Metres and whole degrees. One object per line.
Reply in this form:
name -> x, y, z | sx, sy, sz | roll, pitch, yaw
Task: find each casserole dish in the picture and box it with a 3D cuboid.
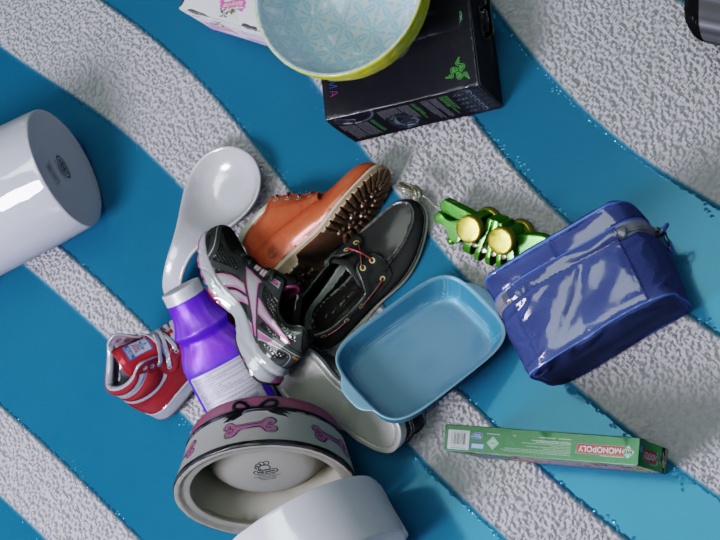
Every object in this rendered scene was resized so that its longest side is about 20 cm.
casserole dish -> 0.065, 0.089, 1.624 | 0.199, 0.039, 0.121 | -35, 62, -18

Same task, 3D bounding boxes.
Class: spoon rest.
spoon rest -> -0.182, -0.053, 1.784 | 0.099, 0.061, 0.201 | 23, 90, 25

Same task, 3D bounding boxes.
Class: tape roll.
tape roll -> -0.053, 0.298, 1.580 | 0.202, 0.202, 0.071 | -37, 67, 12

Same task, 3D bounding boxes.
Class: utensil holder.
utensil holder -> -0.442, -0.085, 1.847 | 0.199, 0.170, 0.171 | -25, 70, 14

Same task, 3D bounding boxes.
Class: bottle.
bottle -> -0.157, 0.106, 1.692 | 0.083, 0.065, 0.201 | -27, 99, 4

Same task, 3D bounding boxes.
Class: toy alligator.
toy alligator -> 0.122, -0.042, 1.653 | 0.199, 0.059, 0.055 | 21, 112, 25

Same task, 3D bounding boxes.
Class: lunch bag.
lunch bag -> 0.236, 0.013, 1.548 | 0.199, 0.136, 0.133 | -32, 69, 13

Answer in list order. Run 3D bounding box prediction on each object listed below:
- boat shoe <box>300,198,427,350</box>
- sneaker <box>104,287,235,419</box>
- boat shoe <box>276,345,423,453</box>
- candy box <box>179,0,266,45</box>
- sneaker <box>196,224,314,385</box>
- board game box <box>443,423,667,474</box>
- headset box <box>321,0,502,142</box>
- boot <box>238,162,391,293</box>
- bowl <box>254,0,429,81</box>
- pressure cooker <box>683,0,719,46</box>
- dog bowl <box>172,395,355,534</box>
boat shoe -> 0.002, 0.002, 1.694 | 0.074, 0.063, 0.202 | 41, 95, 27
sneaker -> -0.216, 0.075, 1.739 | 0.071, 0.112, 0.201 | 37, 95, 41
boat shoe -> -0.018, 0.132, 1.676 | 0.199, 0.060, 0.074 | 27, 117, 28
candy box -> -0.104, -0.373, 1.795 | 0.167, 0.071, 0.201 | 22, 88, 37
sneaker -> -0.107, 0.026, 1.678 | 0.086, 0.080, 0.201 | -37, 66, 17
board game box -> 0.200, 0.181, 1.530 | 0.198, 0.134, 0.029 | 2, 79, 24
headset box -> 0.060, -0.258, 1.704 | 0.198, 0.093, 0.176 | -10, 76, 21
boot -> -0.057, -0.069, 1.729 | 0.200, 0.075, 0.107 | -43, 62, 11
bowl -> -0.004, -0.291, 1.626 | 0.198, 0.108, 0.202 | -4, 78, 22
pressure cooker -> 0.442, -0.298, 1.504 | 0.199, 0.178, 0.177 | 18, 121, 25
dog bowl -> -0.103, 0.209, 1.631 | 0.199, 0.200, 0.074 | -18, 50, 19
